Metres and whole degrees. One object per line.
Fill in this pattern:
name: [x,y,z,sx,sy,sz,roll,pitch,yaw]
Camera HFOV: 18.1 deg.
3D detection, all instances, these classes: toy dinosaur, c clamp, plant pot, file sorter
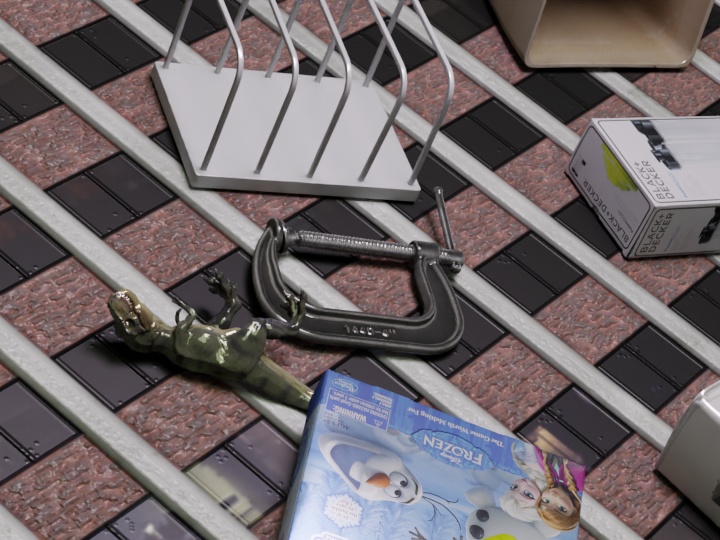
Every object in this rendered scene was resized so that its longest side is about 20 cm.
toy dinosaur: [-0.084,0.048,1.607,0.199,0.048,0.088,23,55,-7]
c clamp: [0.000,0.000,1.731,0.199,0.027,0.171,3,48,-29]
plant pot: [0.215,-0.319,2.100,0.199,0.201,0.177,-3,35,-31]
file sorter: [-0.042,-0.151,1.799,0.199,0.125,0.139,3,43,-27]

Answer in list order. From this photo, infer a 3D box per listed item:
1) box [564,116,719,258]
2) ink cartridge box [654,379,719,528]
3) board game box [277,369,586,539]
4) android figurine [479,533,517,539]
box: [0.290,-0.074,1.949,0.199,0.060,0.117,-3,46,-32]
ink cartridge box: [0.342,0.162,1.681,0.145,0.085,0.200,-23,60,-44]
board game box: [0.046,0.181,1.511,0.199,0.043,0.200,20,45,-8]
android figurine: [0.101,0.257,1.416,0.199,0.041,0.183,-12,71,-19]
